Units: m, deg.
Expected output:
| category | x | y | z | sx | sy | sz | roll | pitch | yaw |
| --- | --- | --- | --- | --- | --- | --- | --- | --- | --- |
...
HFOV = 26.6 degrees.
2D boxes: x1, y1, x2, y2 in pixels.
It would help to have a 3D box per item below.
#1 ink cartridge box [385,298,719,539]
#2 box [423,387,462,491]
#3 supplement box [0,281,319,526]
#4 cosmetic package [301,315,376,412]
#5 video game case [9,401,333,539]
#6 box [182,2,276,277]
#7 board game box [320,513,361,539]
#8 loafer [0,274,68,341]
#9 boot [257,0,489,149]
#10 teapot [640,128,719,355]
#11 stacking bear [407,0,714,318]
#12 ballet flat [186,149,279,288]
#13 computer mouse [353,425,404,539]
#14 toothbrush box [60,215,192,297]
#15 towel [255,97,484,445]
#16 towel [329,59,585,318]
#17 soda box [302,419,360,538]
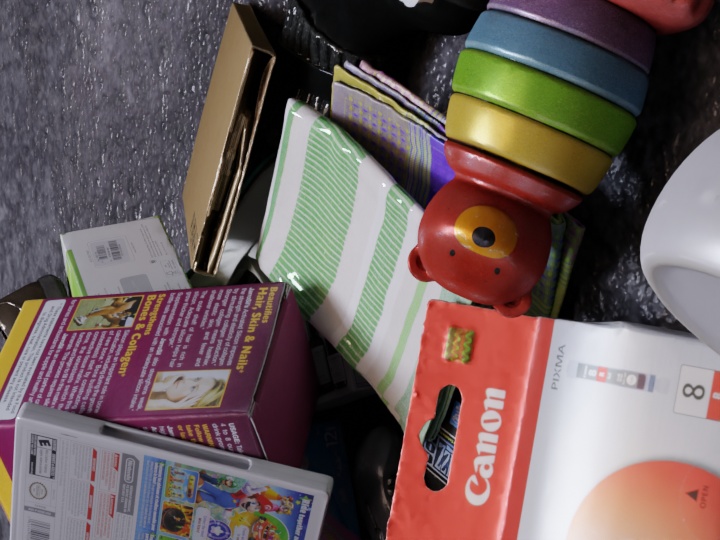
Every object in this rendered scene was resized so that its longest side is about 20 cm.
| category | x | y | z | sx | sy | sz | roll | pitch | yaw |
| --- | --- | --- | --- | --- | --- | --- | --- | --- | --- |
| ink cartridge box | 0.111 | 0.105 | 0.835 | 0.198 | 0.050 | 0.164 | 10 | 87 | 19 |
| box | 0.104 | 0.166 | 0.949 | 0.200 | 0.049 | 0.161 | 34 | 118 | 46 |
| supplement box | -0.140 | 0.091 | 1.021 | 0.198 | 0.131 | 0.104 | -4 | 128 | 15 |
| cosmetic package | -0.053 | 0.068 | 1.140 | 0.199 | 0.050 | 0.083 | -25 | 73 | 51 |
| video game case | -0.126 | 0.162 | 0.978 | 0.018 | 0.198 | 0.144 | -76 | -1 | -51 |
| box | -0.100 | -0.103 | 1.120 | 0.200 | 0.021 | 0.165 | -114 | 39 | -71 |
| board game box | -0.088 | 0.216 | 1.094 | 0.199 | 0.040 | 0.154 | 32 | 112 | 35 |
| loafer | -0.243 | 0.106 | 1.171 | 0.073 | 0.071 | 0.201 | 120 | 136 | -67 |
| boot | 0.009 | -0.140 | 1.012 | 0.211 | 0.079 | 0.159 | 31 | 113 | 55 |
| teapot | 0.235 | -0.015 | 0.680 | 0.199 | 0.197 | 0.146 | 35 | 84 | 13 |
| stacking bear | 0.094 | -0.077 | 0.840 | 0.114 | 0.121 | 0.201 | -66 | -1 | -86 |
| ballet flat | -0.078 | -0.016 | 1.163 | 0.200 | 0.069 | 0.070 | -50 | 56 | 47 |
| computer mouse | 0.024 | 0.202 | 0.991 | 0.058 | 0.034 | 0.202 | -20 | 77 | 52 |
| toothbrush box | -0.174 | 0.082 | 1.202 | 0.146 | 0.085 | 0.201 | -122 | 24 | -51 |
| towel | 0.000 | 0.000 | 0.980 | 0.200 | 0.023 | 0.153 | 49 | 140 | 33 |
| towel | 0.048 | -0.031 | 0.967 | 0.200 | 0.023 | 0.144 | 39 | 140 | 27 |
| soda box | -0.041 | 0.216 | 1.128 | 0.068 | 0.064 | 0.202 | -17 | 81 | 52 |
